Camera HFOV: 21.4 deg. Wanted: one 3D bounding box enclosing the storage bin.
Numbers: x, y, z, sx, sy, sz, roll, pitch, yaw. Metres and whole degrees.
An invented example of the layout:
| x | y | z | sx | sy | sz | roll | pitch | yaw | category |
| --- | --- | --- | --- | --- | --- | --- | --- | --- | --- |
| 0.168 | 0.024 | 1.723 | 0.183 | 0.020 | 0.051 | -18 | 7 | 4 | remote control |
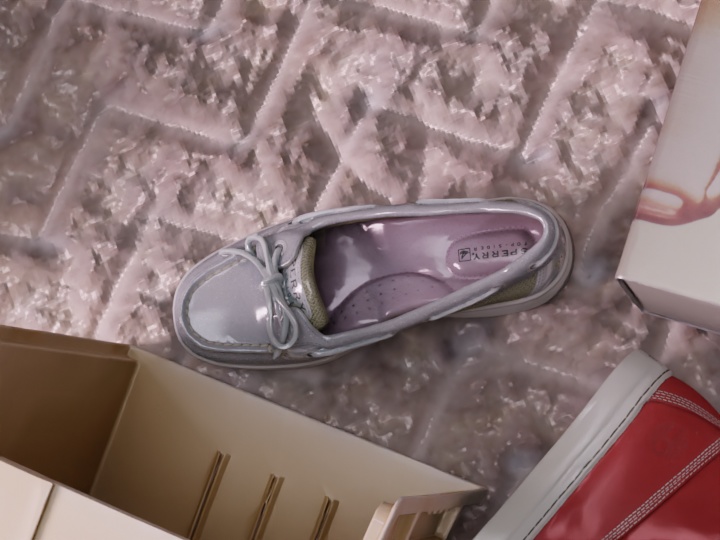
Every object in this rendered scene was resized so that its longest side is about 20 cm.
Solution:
| x | y | z | sx | sy | sz | roll | pitch | yaw | category |
| --- | --- | --- | --- | --- | --- | --- | --- | --- | --- |
| -0.068 | 0.104 | 0.844 | 0.199 | 0.198 | 0.094 | 21 | 90 | 15 | storage bin |

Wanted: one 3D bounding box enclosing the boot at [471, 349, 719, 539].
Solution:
| x | y | z | sx | sy | sz | roll | pitch | yaw | category |
| --- | --- | --- | --- | --- | --- | --- | --- | --- | --- |
| 0.119 | 0.155 | 0.855 | 0.144 | 0.072 | 0.200 | 40 | 85 | 14 | boot |

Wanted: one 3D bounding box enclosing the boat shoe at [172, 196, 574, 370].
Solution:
| x | y | z | sx | sy | sz | roll | pitch | yaw | category |
| --- | --- | --- | --- | --- | --- | --- | --- | --- | --- |
| 0.001 | 0.001 | 0.912 | 0.200 | 0.065 | 0.075 | -8 | 79 | 12 | boat shoe |

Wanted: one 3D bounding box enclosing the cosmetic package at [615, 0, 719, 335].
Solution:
| x | y | z | sx | sy | sz | roll | pitch | yaw | category |
| --- | --- | --- | --- | --- | --- | --- | --- | --- | --- |
| 0.189 | -0.071 | 0.862 | 0.087 | 0.103 | 0.201 | 16 | 83 | 17 | cosmetic package |
